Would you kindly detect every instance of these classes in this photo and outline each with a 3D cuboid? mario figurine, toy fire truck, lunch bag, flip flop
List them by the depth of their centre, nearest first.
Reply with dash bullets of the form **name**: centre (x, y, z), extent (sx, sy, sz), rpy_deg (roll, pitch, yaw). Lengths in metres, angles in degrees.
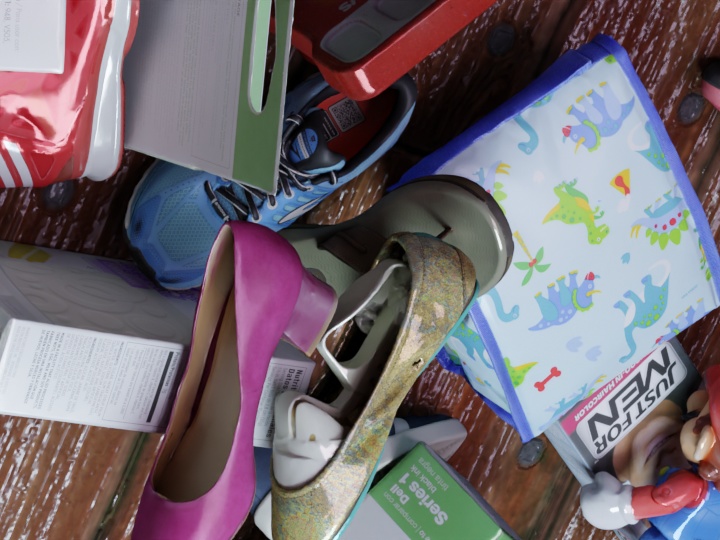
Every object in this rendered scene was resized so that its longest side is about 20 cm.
- **toy fire truck**: centre (0.034, -0.181, 1.617), extent (0.200, 0.168, 0.112), rpy_deg (-37, 128, -12)
- **flip flop**: centre (0.000, 0.000, 1.683), extent (0.081, 0.199, 0.058), rpy_deg (66, 32, -21)
- **lunch bag**: centre (0.111, -0.027, 1.773), extent (0.170, 0.127, 0.200), rpy_deg (-36, 136, -12)
- **mario figurine**: centre (0.216, 0.135, 1.894), extent (0.200, 0.106, 0.123), rpy_deg (-62, 166, 21)

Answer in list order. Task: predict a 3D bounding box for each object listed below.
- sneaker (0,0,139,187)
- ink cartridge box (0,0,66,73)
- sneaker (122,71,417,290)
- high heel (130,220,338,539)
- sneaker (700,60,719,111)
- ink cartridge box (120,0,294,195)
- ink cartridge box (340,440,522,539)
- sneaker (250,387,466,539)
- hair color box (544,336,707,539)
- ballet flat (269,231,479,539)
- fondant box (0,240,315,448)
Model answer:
- **sneaker**: centre (-0.185, -0.129, 1.561), extent (0.115, 0.078, 0.201), rpy_deg (-15, 119, -28)
- **ink cartridge box**: centre (-0.207, -0.148, 1.467), extent (0.199, 0.117, 0.068), rpy_deg (2, 113, -7)
- **sneaker**: centre (-0.050, -0.064, 1.660), extent (0.200, 0.090, 0.079), rpy_deg (-38, 95, -18)
- **high heel**: centre (-0.089, 0.071, 1.542), extent (0.096, 0.067, 0.201), rpy_deg (37, 74, -49)
- **sneaker**: centre (0.278, -0.062, 1.897), extent (0.200, 0.074, 0.087), rpy_deg (34, 94, -39)
- **ink cartridge box**: centre (-0.068, -0.124, 1.544), extent (0.048, 0.200, 0.146), rpy_deg (0, 100, -32)
- **ink cartridge box**: centre (0.007, 0.215, 1.808), extent (0.200, 0.084, 0.146), rpy_deg (-44, 160, 0)
- **sneaker**: centre (-0.012, 0.103, 1.799), extent (0.200, 0.085, 0.075), rpy_deg (-9, 142, -56)
- **hair color box**: centre (0.181, 0.100, 1.924), extent (0.099, 0.061, 0.200), rpy_deg (-43, 129, -8)
- **ballet flat**: centre (-0.009, 0.066, 1.604), extent (0.071, 0.071, 0.200), rpy_deg (35, 85, -39)
- **fondant box**: centre (-0.147, 0.037, 1.625), extent (0.199, 0.144, 0.058), rpy_deg (11, 105, -36)
